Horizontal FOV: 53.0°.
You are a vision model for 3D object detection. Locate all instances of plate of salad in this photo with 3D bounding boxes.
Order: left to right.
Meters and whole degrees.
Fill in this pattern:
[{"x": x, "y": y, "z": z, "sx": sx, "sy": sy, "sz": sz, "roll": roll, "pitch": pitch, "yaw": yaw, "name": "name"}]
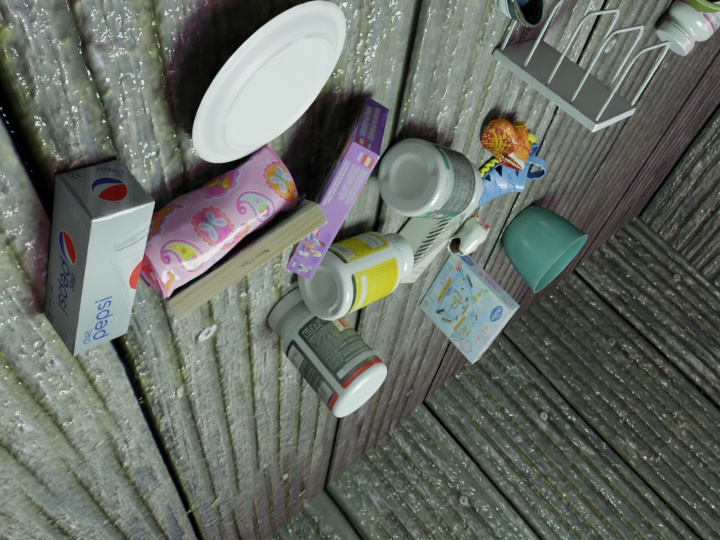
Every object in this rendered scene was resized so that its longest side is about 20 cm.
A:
[{"x": -0.093, "y": -0.189, "z": 0.717, "sx": 0.199, "sy": 0.048, "sz": 0.200, "roll": -42, "pitch": 170, "yaw": -9, "name": "plate of salad"}]

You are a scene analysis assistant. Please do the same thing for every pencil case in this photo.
[{"x": -0.159, "y": -0.056, "z": 0.794, "sx": 0.199, "sy": 0.087, "sz": 0.088, "roll": -38, "pitch": 160, "yaw": -25, "name": "pencil case"}]

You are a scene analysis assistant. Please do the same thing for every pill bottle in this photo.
[{"x": -0.058, "y": 0.129, "z": 1.189, "sx": 0.115, "sy": 0.200, "sz": 0.116, "roll": -36, "pitch": 159, "yaw": -17, "name": "pill bottle"}, {"x": 0.000, "y": 0.000, "z": 1.182, "sx": 0.198, "sy": 0.111, "sz": 0.112, "roll": -21, "pitch": 151, "yaw": -47, "name": "pill bottle"}, {"x": 0.118, "y": -0.139, "z": 1.138, "sx": 0.114, "sy": 0.113, "sz": 0.199, "roll": -51, "pitch": 158, "yaw": 21, "name": "pill bottle"}, {"x": 0.731, "y": -0.564, "z": 1.531, "sx": 0.201, "sy": 0.109, "sz": 0.108, "roll": -49, "pitch": 160, "yaw": 14, "name": "pill bottle"}]

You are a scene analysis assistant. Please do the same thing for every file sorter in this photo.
[{"x": 0.327, "y": -0.326, "z": 1.066, "sx": 0.137, "sy": 0.200, "sz": 0.126, "roll": -25, "pitch": 149, "yaw": -42, "name": "file sorter"}]

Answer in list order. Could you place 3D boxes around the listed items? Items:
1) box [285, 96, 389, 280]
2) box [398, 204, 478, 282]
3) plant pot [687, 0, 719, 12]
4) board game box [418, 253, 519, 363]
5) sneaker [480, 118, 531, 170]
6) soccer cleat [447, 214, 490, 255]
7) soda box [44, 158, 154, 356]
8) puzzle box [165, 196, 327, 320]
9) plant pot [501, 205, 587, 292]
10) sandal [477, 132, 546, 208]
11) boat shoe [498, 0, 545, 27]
[{"x": -0.029, "y": -0.105, "z": 0.921, "sx": 0.202, "sy": 0.038, "sz": 0.138, "roll": -58, "pitch": -168, "yaw": 33, "name": "box"}, {"x": 0.127, "y": -0.073, "z": 1.355, "sx": 0.201, "sy": 0.068, "sz": 0.082, "roll": -52, "pitch": 160, "yaw": 18, "name": "box"}, {"x": 0.678, "y": -0.567, "z": 1.348, "sx": 0.201, "sy": 0.200, "sz": 0.190, "roll": -49, "pitch": 173, "yaw": 14, "name": "plant pot"}, {"x": 0.255, "y": 0.085, "z": 1.731, "sx": 0.041, "sy": 0.200, "sz": 0.202, "roll": -24, "pitch": 153, "yaw": -43, "name": "board game box"}, {"x": 0.270, "y": -0.247, "z": 1.327, "sx": 0.199, "sy": 0.072, "sz": 0.079, "roll": 19, "pitch": 90, "yaw": -69, "name": "sneaker"}, {"x": 0.195, "y": -0.068, "z": 1.431, "sx": 0.078, "sy": 0.069, "sz": 0.200, "roll": -49, "pitch": -173, "yaw": -4, "name": "soccer cleat"}, {"x": -0.261, "y": -0.008, "z": 0.713, "sx": 0.068, "sy": 0.063, "sz": 0.202, "roll": -25, "pitch": 153, "yaw": -43, "name": "soda box"}, {"x": -0.140, "y": -0.021, "z": 0.842, "sx": 0.198, "sy": 0.026, "sz": 0.133, "roll": -34, "pitch": -161, "yaw": -9, "name": "puzzle box"}, {"x": 0.471, "y": -0.071, "z": 1.909, "sx": 0.199, "sy": 0.161, "sz": 0.202, "roll": -38, "pitch": 159, "yaw": -17, "name": "plant pot"}, {"x": 0.298, "y": -0.189, "z": 1.445, "sx": 0.199, "sy": 0.087, "sz": 0.080, "roll": -40, "pitch": 162, "yaw": -9, "name": "sandal"}, {"x": 0.209, "y": -0.376, "z": 0.920, "sx": 0.070, "sy": 0.066, "sz": 0.200, "roll": -43, "pitch": 161, "yaw": -2, "name": "boat shoe"}]
